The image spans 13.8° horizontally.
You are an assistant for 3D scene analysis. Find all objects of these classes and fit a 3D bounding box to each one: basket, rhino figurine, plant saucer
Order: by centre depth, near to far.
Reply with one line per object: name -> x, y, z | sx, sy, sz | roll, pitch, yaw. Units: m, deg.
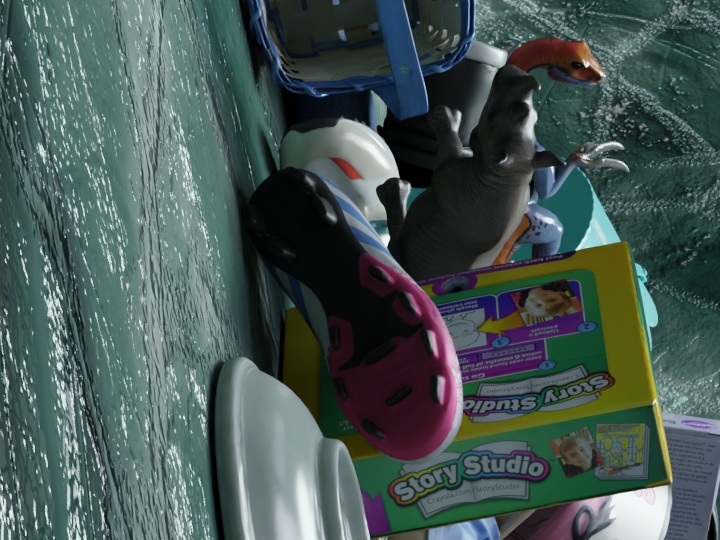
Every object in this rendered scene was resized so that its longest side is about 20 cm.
plant saucer -> -0.025, 0.137, 1.423 | 0.200, 0.050, 0.200 | -10, 90, -84
rhino figurine -> 0.064, -0.046, 1.678 | 0.200, 0.060, 0.088 | 124, -35, -50
basket -> -0.003, -0.187, 1.739 | 0.200, 0.139, 0.177 | -114, -168, -76

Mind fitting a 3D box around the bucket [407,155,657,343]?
bucket -> 0.108, 0.018, 2.205 | 0.207, 0.207, 0.135 | -93, 163, -50

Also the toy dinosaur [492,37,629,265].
toy dinosaur -> 0.106, -0.054, 1.876 | 0.182, 0.105, 0.200 | 81, 27, -48

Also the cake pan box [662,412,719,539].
cake pan box -> 0.148, 0.181, 2.052 | 0.052, 0.200, 0.184 | -76, 173, -75

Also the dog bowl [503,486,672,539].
dog bowl -> 0.093, 0.154, 1.887 | 0.074, 0.200, 0.200 | 51, 22, -33

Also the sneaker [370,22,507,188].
sneaker -> 0.033, -0.105, 1.902 | 0.200, 0.071, 0.099 | -154, -98, -75

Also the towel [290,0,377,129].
towel -> -0.024, -0.143, 1.915 | 0.112, 0.048, 0.200 | 65, 17, -69

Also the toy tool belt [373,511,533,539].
toy tool belt -> 0.046, 0.193, 1.639 | 0.200, 0.123, 0.125 | -93, 171, -47

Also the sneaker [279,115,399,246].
sneaker -> 0.000, 0.000, 1.778 | 0.093, 0.070, 0.200 | -103, 180, -47

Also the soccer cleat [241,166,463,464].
soccer cleat -> 0.009, 0.026, 1.566 | 0.086, 0.070, 0.200 | 39, 17, -55

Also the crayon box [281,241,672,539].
crayon box -> 0.059, 0.066, 1.606 | 0.173, 0.200, 0.058 | -90, 167, -60
